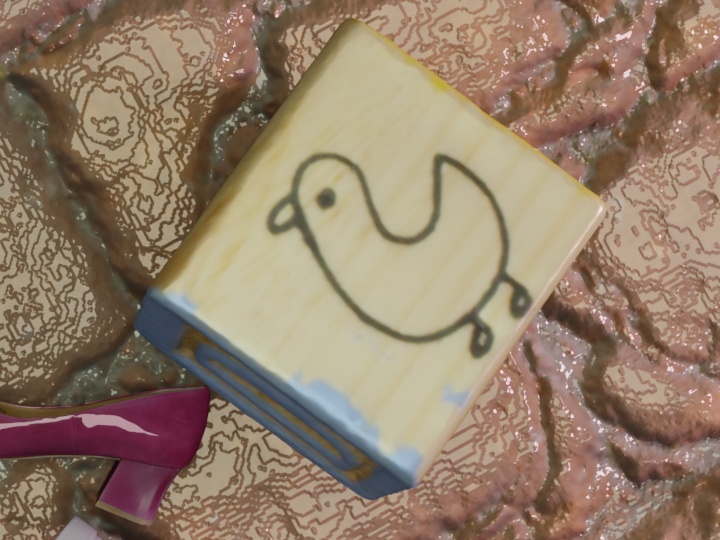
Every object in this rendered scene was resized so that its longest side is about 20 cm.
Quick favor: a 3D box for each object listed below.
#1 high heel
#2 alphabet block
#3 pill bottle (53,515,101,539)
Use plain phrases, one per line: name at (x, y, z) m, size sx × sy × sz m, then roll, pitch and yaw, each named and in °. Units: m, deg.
high heel at (-0.195, 0.079, 1.446) m, size 0.199 × 0.067 × 0.096 m, roll 25°, pitch 96°, yaw -7°
alphabet block at (0.000, 0.000, 1.387) m, size 0.195 × 0.196 × 0.201 m, roll 36°, pitch 79°, yaw -4°
pill bottle at (-0.119, 0.239, 1.416) m, size 0.200 × 0.104 × 0.104 m, roll 39°, pitch 87°, yaw -2°
